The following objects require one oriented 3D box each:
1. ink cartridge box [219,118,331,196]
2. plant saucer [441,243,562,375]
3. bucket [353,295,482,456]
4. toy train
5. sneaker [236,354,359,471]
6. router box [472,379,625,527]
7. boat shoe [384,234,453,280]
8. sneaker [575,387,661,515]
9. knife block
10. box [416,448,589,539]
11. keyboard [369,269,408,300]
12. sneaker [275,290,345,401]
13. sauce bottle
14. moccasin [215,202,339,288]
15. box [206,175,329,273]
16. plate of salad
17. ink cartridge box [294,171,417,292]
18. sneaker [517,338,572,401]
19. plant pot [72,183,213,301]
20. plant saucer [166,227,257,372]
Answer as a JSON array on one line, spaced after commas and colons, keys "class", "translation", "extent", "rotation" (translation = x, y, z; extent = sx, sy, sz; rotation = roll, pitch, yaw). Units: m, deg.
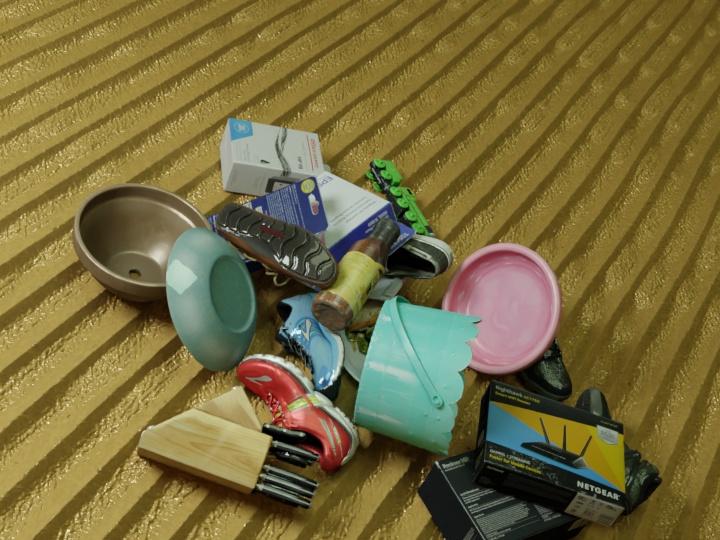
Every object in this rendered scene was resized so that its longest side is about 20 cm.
[{"class": "ink cartridge box", "translation": [-0.128, -0.178, 1.825], "extent": [0.198, 0.067, 0.116], "rotation": [8, 43, -20]}, {"class": "plant saucer", "translation": [0.221, 0.061, 1.679], "extent": [0.051, 0.201, 0.201], "rotation": [18, 32, -55]}, {"class": "bucket", "translation": [0.077, 0.139, 1.482], "extent": [0.134, 0.208, 0.208], "rotation": [15, 41, 6]}, {"class": "toy train", "translation": [0.070, -0.117, 1.886], "extent": [0.056, 0.042, 0.201], "rotation": [4, 45, -39]}, {"class": "sneaker", "translation": [-0.093, 0.189, 1.462], "extent": [0.199, 0.077, 0.085], "rotation": [37, 49, 14]}, {"class": "router box", "translation": [0.255, 0.244, 1.477], "extent": [0.198, 0.051, 0.150], "rotation": [19, 41, -5]}, {"class": "boat shoe", "translation": [0.044, -0.029, 1.708], "extent": [0.199, 0.071, 0.064], "rotation": [10, 27, 28]}, {"class": "sneaker", "translation": [0.369, 0.269, 1.601], "extent": [0.113, 0.076, 0.201], "rotation": [14, 45, -16]}, {"class": "knife block", "translation": [-0.157, 0.245, 1.367], "extent": [0.199, 0.064, 0.177], "rotation": [-23, 78, -19]}, {"class": "box", "translation": [0.199, 0.309, 1.479], "extent": [0.199, 0.079, 0.142], "rotation": [-10, 54, -33]}, {"class": "keyboard", "translation": [0.053, 0.001, 1.740], "extent": [0.056, 0.011, 0.200], "rotation": [4, 25, 21]}, {"class": "sneaker", "translation": [-0.076, 0.110, 1.562], "extent": [0.089, 0.079, 0.201], "rotation": [-2, 38, -15]}, {"class": "sauce bottle", "translation": [0.000, 0.000, 1.578], "extent": [0.066, 0.066, 0.200], "rotation": [31, 53, 6]}, {"class": "moccasin", "translation": [-0.116, -0.027, 1.551], "extent": [0.200, 0.078, 0.074], "rotation": [20, 67, 22]}, {"class": "box", "translation": [-0.143, -0.060, 1.639], "extent": [0.199, 0.032, 0.122], "rotation": [-21, 49, 6]}, {"class": "plate of salad", "translation": [0.055, 0.110, 1.635], "extent": [0.198, 0.048, 0.201], "rotation": [15, 42, -13]}, {"class": "ink cartridge box", "translation": [-0.049, -0.060, 1.680], "extent": [0.199, 0.044, 0.196], "rotation": [26, 51, 35]}, {"class": "sneaker", "translation": [0.281, 0.102, 1.710], "extent": [0.076, 0.115, 0.200], "rotation": [-2, 50, -26]}, {"class": "plant pot", "translation": [-0.310, -0.023, 1.553], "extent": [0.199, 0.093, 0.202], "rotation": [13, 43, -13]}, {"class": "plant saucer", "translation": [-0.189, 0.036, 1.498], "extent": [0.201, 0.038, 0.203], "rotation": [39, 45, -52]}]
